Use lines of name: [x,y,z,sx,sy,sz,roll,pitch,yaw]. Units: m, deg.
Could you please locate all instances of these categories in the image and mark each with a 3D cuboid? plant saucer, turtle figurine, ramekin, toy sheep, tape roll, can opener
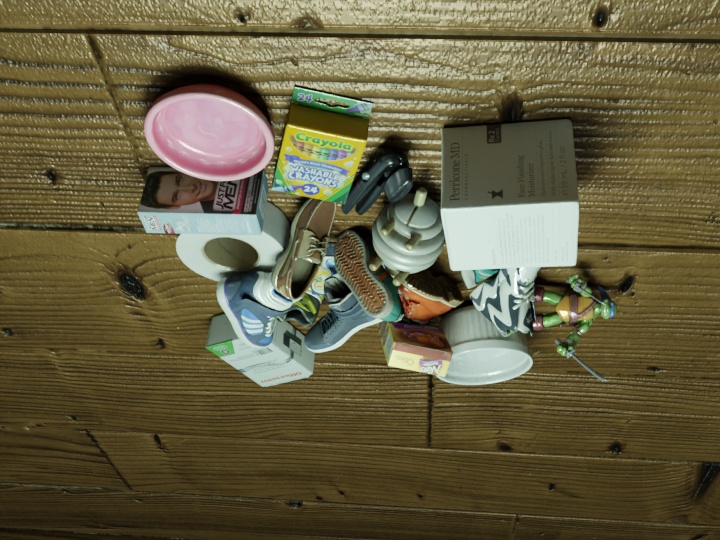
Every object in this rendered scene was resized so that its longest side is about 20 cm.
plant saucer: [-0.231,-0.219,1.380,0.200,0.051,0.201,3,147,2]
turtle figurine: [0.371,0.080,1.651,0.194,0.200,0.144,2,132,21]
ramekin: [0.243,0.149,1.800,0.200,0.105,0.200,-2,152,-1]
toy sheep: [0.081,-0.062,1.503,0.138,0.138,0.200,12,140,-10]
tape roll: [-0.229,-0.057,1.606,0.202,0.071,0.203,4,147,3]
can opener: [0.019,-0.139,1.460,0.063,0.079,0.200,13,156,-26]

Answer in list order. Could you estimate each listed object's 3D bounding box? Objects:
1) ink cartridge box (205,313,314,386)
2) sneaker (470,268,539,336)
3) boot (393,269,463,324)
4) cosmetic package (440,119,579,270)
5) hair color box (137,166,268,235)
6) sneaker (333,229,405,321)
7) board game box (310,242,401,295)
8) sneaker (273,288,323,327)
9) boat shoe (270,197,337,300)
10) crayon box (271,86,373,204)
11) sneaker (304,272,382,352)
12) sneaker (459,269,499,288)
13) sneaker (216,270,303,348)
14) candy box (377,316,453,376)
ink cartridge box: [-0.212,0.165,1.926,0.146,0.083,0.200,-16,141,28]
sneaker: [0.297,0.047,1.612,0.079,0.130,0.199,-12,155,-50]
boot: [0.105,0.052,1.666,0.107,0.075,0.200,-34,148,21]
cosmetic package: [0.229,-0.114,1.372,0.200,0.165,0.165,-3,146,10]
hair color box: [-0.261,-0.117,1.493,0.200,0.099,0.061,1,147,6]
sneaker: [0.016,0.015,1.584,0.071,0.200,0.080,-39,143,16]
board game box: [0.000,0.000,1.692,0.200,0.035,0.135,1,146,5]
sneaker: [-0.170,0.054,1.753,0.200,0.085,0.075,13,145,-11]
boat shoe: [-0.086,-0.038,1.539,0.076,0.072,0.200,11,110,-35]
crayon box: [-0.063,-0.191,1.399,0.125,0.052,0.200,10,146,-8]
sneaker: [-0.054,0.078,1.690,0.202,0.077,0.146,-31,145,20]
sneaker: [0.200,-0.044,1.585,0.080,0.078,0.200,-21,148,8]
sneaker: [-0.165,0.076,1.662,0.146,0.081,0.200,-6,140,21]
candy box: [0.102,0.130,1.736,0.116,0.200,0.057,12,108,-11]
